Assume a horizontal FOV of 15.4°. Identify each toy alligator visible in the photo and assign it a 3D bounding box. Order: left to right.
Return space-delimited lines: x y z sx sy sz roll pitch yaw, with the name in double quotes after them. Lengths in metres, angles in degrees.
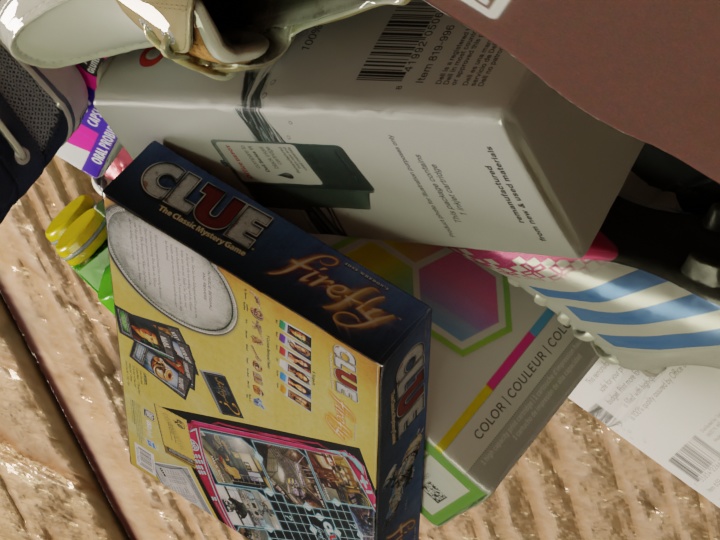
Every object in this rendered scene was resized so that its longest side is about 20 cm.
-0.121 -0.017 1.343 0.059 0.054 0.200 46 178 -17 "toy alligator"

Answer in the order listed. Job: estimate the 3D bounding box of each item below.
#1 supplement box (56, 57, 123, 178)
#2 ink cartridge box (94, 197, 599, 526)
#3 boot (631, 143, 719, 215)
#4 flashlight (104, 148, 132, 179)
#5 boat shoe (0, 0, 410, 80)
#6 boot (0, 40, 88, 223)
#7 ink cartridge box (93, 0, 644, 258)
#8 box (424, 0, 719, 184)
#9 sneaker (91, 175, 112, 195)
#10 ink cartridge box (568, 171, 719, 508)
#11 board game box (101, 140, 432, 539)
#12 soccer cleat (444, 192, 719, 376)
-0.163 -0.147 1.149 0.200 0.103 0.101 32 149 -2 "supplement box"
0.000 0.000 1.116 0.200 0.104 0.059 43 150 -2 "ink cartridge box"
0.208 -0.041 1.023 0.165 0.066 0.200 48 144 -14 "boot"
-0.100 -0.036 1.205 0.200 0.068 0.068 44 -169 28 "flashlight"
-0.058 -0.108 0.977 0.200 0.069 0.075 -21 158 35 "boat shoe"
-0.204 -0.097 1.069 0.200 0.090 0.073 40 147 -16 "boot"
0.017 -0.089 1.037 0.200 0.147 0.083 7 144 37 "ink cartridge box"
0.133 -0.155 0.779 0.166 0.200 0.164 31 150 -4 "box"
-0.040 -0.024 1.266 0.200 0.078 0.080 22 162 16 "sneaker"
0.134 0.018 1.168 0.200 0.067 0.116 36 150 1 "ink cartridge box"
-0.037 0.050 1.083 0.135 0.035 0.200 31 150 19 "board game box"
0.091 0.001 1.074 0.200 0.070 0.086 21 136 17 "soccer cleat"
